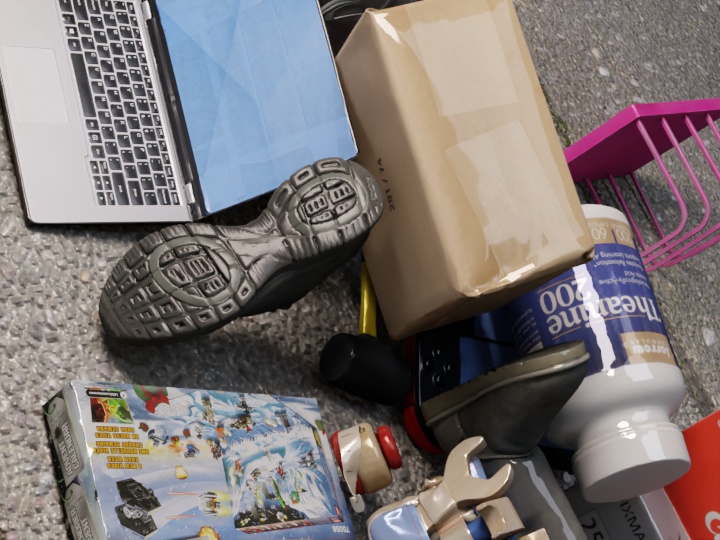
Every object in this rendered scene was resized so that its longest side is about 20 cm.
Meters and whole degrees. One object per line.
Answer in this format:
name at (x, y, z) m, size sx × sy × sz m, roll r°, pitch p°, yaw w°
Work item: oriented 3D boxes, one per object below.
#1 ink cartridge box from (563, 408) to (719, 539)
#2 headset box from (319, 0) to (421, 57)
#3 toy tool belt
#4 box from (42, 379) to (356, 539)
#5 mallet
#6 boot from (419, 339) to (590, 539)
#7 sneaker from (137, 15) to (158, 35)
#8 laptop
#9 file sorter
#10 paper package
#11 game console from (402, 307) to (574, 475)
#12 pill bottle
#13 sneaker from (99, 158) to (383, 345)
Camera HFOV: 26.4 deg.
ink cartridge box at (0.246, 0.227, 1.141) m, size 0.043 × 0.173 × 0.201 m, roll -8°, pitch 66°, yaw -50°
headset box at (0.000, -0.248, 1.244) m, size 0.149 × 0.200 × 0.077 m, roll 49°, pitch 37°, yaw -6°
toy tool belt at (0.071, 0.179, 1.024) m, size 0.125 × 0.122 × 0.201 m, roll 68°, pitch -1°, yaw -76°
box at (-0.093, 0.143, 0.956) m, size 0.199 × 0.040 × 0.138 m, roll 10°, pitch 53°, yaw -43°
mallet at (0.000, 0.000, 1.147) m, size 0.066 × 0.041 × 0.201 m, roll 17°, pitch 61°, yaw -40°
boot at (0.131, 0.161, 1.056) m, size 0.072 × 0.182 × 0.201 m, roll -15°, pitch 78°, yaw -30°
sneaker at (-0.102, -0.120, 1.149) m, size 0.200 × 0.076 × 0.091 m, roll 50°, pitch 46°, yaw 7°
laptop at (-0.132, -0.139, 1.042) m, size 0.199 × 0.116 × 0.188 m, roll -2°, pitch 69°, yaw -38°
file sorter at (0.282, -0.074, 1.460) m, size 0.199 × 0.139 × 0.126 m, roll -11°, pitch 72°, yaw -50°
paper package at (0.057, -0.069, 1.057) m, size 0.103 × 0.191 × 0.201 m, roll -16°, pitch 82°, yaw -17°
game console at (0.119, 0.064, 1.199) m, size 0.199 × 0.031 × 0.178 m, roll 13°, pitch 73°, yaw -32°
pill bottle at (0.173, 0.062, 1.131) m, size 0.111 × 0.111 × 0.201 m, roll 10°, pitch 55°, yaw -42°
sneaker at (-0.075, 0.003, 1.012) m, size 0.199 × 0.091 × 0.076 m, roll -23°, pitch 68°, yaw -13°
